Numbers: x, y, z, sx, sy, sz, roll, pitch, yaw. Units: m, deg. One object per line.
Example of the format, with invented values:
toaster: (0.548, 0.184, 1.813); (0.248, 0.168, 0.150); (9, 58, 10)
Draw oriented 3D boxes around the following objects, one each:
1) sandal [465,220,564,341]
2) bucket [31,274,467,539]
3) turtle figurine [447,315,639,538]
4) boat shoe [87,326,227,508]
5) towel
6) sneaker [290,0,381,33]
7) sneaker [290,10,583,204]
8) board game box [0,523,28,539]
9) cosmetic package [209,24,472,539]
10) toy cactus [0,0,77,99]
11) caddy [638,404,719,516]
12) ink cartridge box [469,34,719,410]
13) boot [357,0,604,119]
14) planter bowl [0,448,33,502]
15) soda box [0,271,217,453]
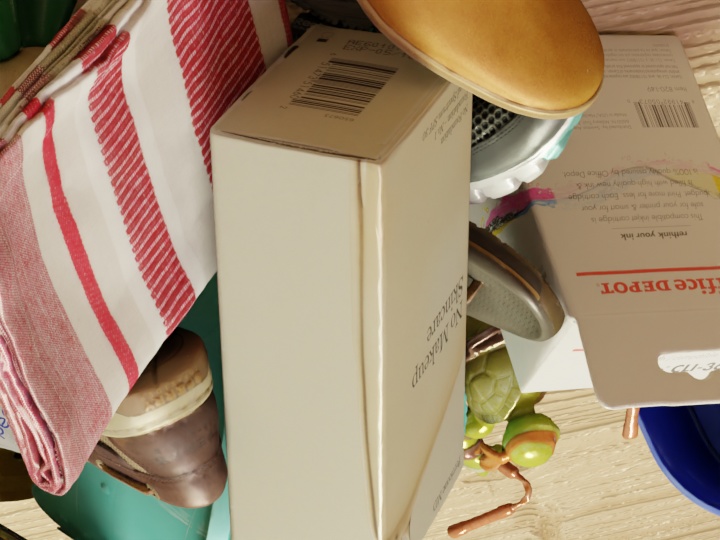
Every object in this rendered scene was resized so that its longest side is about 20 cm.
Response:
sandal: (0.000, 0.000, 0.865); (0.199, 0.055, 0.082); (19, 162, 26)
bucket: (-0.052, 0.088, 0.976); (0.207, 0.134, 0.208); (-37, 144, -32)
turtle figurine: (0.069, 0.044, 1.021); (0.064, 0.162, 0.200); (1, 147, -26)
boat shoe: (-0.104, 0.059, 0.829); (0.072, 0.072, 0.200); (-30, -163, -21)
towel: (-0.075, -0.037, 0.697); (0.023, 0.201, 0.145); (15, 141, 24)
sneaker: (0.052, -0.156, 0.783); (0.198, 0.076, 0.091); (-13, 139, -12)
sneaker: (0.009, -0.077, 0.827); (0.199, 0.078, 0.091); (-6, 151, 44)
board game box: (-0.171, 0.157, 0.985); (0.135, 0.035, 0.200); (29, 170, 9)
cosmetic package: (-0.005, 0.017, 0.774); (0.072, 0.104, 0.202); (11, 124, 20)
toy cactus: (-0.106, -0.092, 0.706); (0.101, 0.167, 0.200); (-4, 162, 17)
caddy: (0.210, 0.039, 1.058); (0.141, 0.201, 0.105); (-31, 163, 22)
ink cartridge box: (0.119, -0.012, 0.910); (0.115, 0.201, 0.068); (-2, 148, -22)
boot: (0.039, -0.153, 0.675); (0.201, 0.071, 0.144); (43, 143, -5)
planter bowl: (-0.181, 0.065, 1.018); (0.198, 0.084, 0.201); (-11, 150, -6)
soda box: (-0.099, -0.017, 0.764); (0.063, 0.200, 0.069); (11, 129, 25)
